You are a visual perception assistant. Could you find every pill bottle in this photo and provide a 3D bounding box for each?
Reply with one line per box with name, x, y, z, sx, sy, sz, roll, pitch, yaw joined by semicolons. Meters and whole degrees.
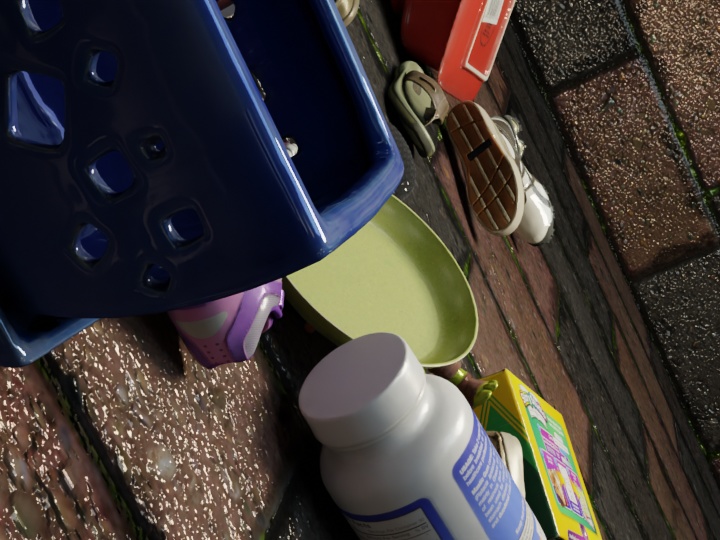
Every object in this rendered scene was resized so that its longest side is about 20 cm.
pill bottle;0.040;0.143;0.872;0.201;0.111;0.113;59;18;-26

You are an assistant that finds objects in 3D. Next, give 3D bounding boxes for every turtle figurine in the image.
turtle figurine;0.029;0.059;1.029;0.162;0.064;0.200;52;30;0

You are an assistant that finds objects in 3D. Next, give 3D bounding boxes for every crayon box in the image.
crayon box;0.179;0.211;1.313;0.200;0.058;0.175;39;31;-59

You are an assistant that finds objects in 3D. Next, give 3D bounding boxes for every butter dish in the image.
butter dish;0.109;-0.342;1.703;0.202;0.146;0.200;-70;162;6

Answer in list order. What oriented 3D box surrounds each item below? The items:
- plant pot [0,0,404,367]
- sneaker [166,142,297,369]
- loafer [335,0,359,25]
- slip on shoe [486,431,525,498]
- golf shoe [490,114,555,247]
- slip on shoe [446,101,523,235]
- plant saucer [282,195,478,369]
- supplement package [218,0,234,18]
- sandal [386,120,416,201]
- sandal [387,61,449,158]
plant pot;-0.108;-0.080;0.576;0.202;0.178;0.200;64;17;-8
sneaker;-0.075;-0.010;0.786;0.201;0.079;0.089;-71;142;-60
loafer;-0.063;-0.303;1.216;0.067;0.076;0.202;37;24;-58
slip on shoe;0.107;0.224;1.078;0.060;0.076;0.202;13;53;-19
golf shoe;0.213;-0.125;1.872;0.094;0.077;0.202;-14;79;-56
slip on shoe;0.168;-0.129;1.684;0.060;0.076;0.202;32;31;-52
plant saucer;0.000;0.000;0.958;0.198;0.031;0.201;27;34;-20
supplement package;-0.086;-0.237;0.817;0.114;0.198;0.110;55;19;-30
sandal;0.003;-0.071;1.176;0.075;0.045;0.201;54;34;-22
sandal;0.073;-0.205;1.530;0.080;0.057;0.202;58;19;-27
